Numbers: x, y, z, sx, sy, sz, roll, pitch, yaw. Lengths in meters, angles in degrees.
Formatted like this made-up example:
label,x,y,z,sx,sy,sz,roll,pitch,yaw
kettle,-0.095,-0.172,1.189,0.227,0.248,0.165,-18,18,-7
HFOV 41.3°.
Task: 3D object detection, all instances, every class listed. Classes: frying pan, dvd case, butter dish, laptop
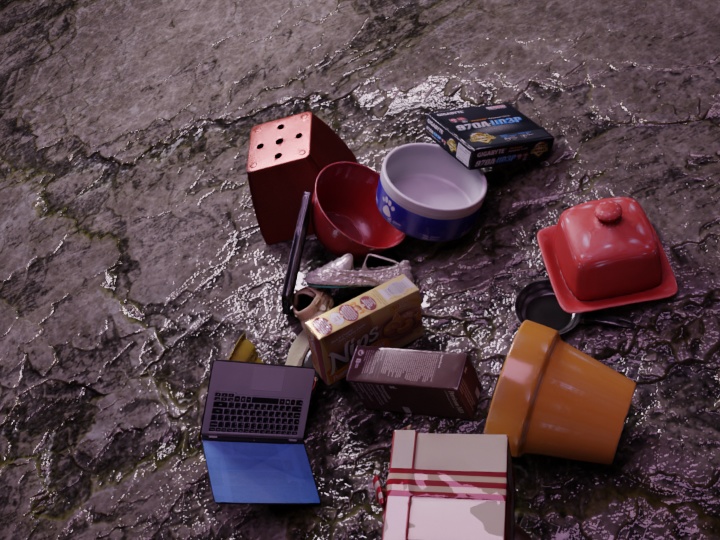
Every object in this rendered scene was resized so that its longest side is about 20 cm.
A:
label,x,y,z,sx,sy,sz,roll,pitch,yaw
frying pan,0.353,0.061,1.595,0.189,0.031,0.116,-4,53,7
dvd case,-0.119,-0.030,1.781,0.016,0.149,0.201,12,74,0
butter dish,0.405,-0.052,1.569,0.198,0.148,0.201,-10,47,1
laptop,-0.151,0.261,1.544,0.116,0.186,0.201,19,99,60

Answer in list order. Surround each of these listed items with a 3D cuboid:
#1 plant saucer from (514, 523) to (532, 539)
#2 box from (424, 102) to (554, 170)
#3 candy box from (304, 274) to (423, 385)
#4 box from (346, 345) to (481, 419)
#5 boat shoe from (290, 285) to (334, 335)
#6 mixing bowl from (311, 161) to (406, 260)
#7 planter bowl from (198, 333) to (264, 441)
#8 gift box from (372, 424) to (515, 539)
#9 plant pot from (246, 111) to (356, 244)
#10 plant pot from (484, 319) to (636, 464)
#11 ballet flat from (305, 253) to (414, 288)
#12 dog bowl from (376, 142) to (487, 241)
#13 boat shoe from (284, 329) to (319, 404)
label,x,y,z,sx,sy,sz,roll,pitch,yaw
plant saucer,0.161,0.436,1.372,0.199,0.037,0.201,-13,50,15
box,0.247,-0.260,1.837,0.199,0.046,0.159,-12,39,-27
candy box,0.009,0.101,1.632,0.199,0.116,0.055,-25,44,-18
box,0.088,0.184,1.571,0.199,0.100,0.075,0,53,26
boat shoe,-0.091,0.058,1.736,0.071,0.065,0.200,-34,18,1
mixing bowl,-0.017,-0.096,1.815,0.108,0.199,0.201,-50,28,45
planter bowl,-0.203,0.217,1.654,0.083,0.201,0.201,23,60,1
gift box,0.120,0.325,1.342,0.185,0.185,0.201,-2,48,12
plant pot,-0.132,-0.202,1.939,0.199,0.177,0.201,-13,48,15
plant pot,0.301,0.197,1.414,0.182,0.201,0.201,18,61,16
ballet flat,0.000,0.000,1.745,0.198,0.072,0.072,3,50,-3
dog bowl,0.131,-0.148,1.779,0.199,0.079,0.201,8,43,-7
boat shoe,-0.091,0.158,1.705,0.074,0.063,0.202,-32,24,40
